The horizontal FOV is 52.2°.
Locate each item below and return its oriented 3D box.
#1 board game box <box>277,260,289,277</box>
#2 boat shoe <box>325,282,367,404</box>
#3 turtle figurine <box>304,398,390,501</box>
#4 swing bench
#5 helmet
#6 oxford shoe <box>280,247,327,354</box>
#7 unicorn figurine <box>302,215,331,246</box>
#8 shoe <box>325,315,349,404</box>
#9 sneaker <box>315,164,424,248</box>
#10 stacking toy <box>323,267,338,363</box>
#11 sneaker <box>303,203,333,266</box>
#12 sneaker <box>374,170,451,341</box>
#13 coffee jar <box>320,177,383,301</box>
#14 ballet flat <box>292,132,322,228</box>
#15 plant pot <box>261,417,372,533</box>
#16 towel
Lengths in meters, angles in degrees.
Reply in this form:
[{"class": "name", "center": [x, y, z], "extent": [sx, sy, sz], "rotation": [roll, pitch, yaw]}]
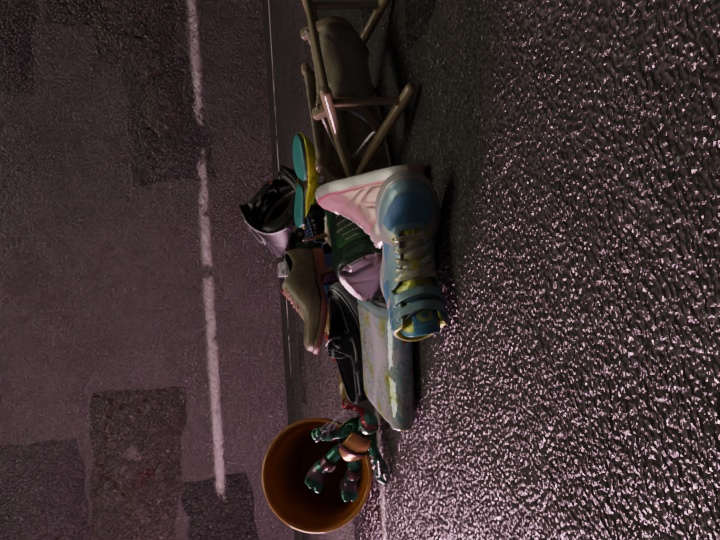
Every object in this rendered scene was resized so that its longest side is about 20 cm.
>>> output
[{"class": "board game box", "center": [-0.110, -0.005, 1.602], "extent": [0.200, 0.126, 0.035], "rotation": [175, 92, -80]}, {"class": "boat shoe", "center": [-0.024, 0.121, 1.202], "extent": [0.072, 0.068, 0.201], "rotation": [2, 112, 58]}, {"class": "turtle figurine", "center": [-0.013, 0.301, 1.229], "extent": [0.200, 0.149, 0.101], "rotation": [-63, -5, 35]}, {"class": "swing bench", "center": [-0.015, -0.247, 1.023], "extent": [0.200, 0.129, 0.200], "rotation": [103, 160, -56]}, {"class": "helmet", "center": [-0.150, -0.118, 1.609], "extent": [0.191, 0.199, 0.201], "rotation": [37, -139, -61]}, {"class": "oxford shoe", "center": [-0.095, 0.049, 1.208], "extent": [0.071, 0.074, 0.200], "rotation": [108, 161, -49]}, {"class": "unicorn figurine", "center": [-0.026, -0.107, 1.230], "extent": [0.200, 0.074, 0.138], "rotation": [-9, -69, -81]}, {"class": "shoe", "center": [-0.017, 0.140, 1.333], "extent": [0.070, 0.053, 0.201], "rotation": [20, -127, -54]}, {"class": "sneaker", "center": [0.012, -0.072, 0.960], "extent": [0.200, 0.075, 0.105], "rotation": [-5, 95, 52]}, {"class": "stacking toy", "center": [-0.053, 0.089, 1.445], "extent": [0.085, 0.085, 0.201], "rotation": [117, 135, -69]}, {"class": "sneaker", "center": [-0.074, -0.067, 1.361], "extent": [0.200, 0.070, 0.078], "rotation": [-122, 25, -68]}, {"class": "sneaker", "center": [0.064, -0.003, 0.829], "extent": [0.131, 0.079, 0.200], "rotation": [-102, 4, -47]}, {"class": "coffee jar", "center": [0.000, -0.060, 1.076], "extent": [0.104, 0.085, 0.200], "rotation": [47, -158, -45]}, {"class": "ballet flat", "center": [-0.097, -0.177, 1.446], "extent": [0.067, 0.067, 0.201], "rotation": [44, 139, 52]}, {"class": "plant pot", "center": [-0.072, 0.382, 1.404], "extent": [0.183, 0.199, 0.201], "rotation": [65, -160, -79]}, {"class": "towel", "center": [0.039, 0.124, 1.080], "extent": [0.200, 0.048, 0.172], "rotation": [-156, 60, -78]}]
